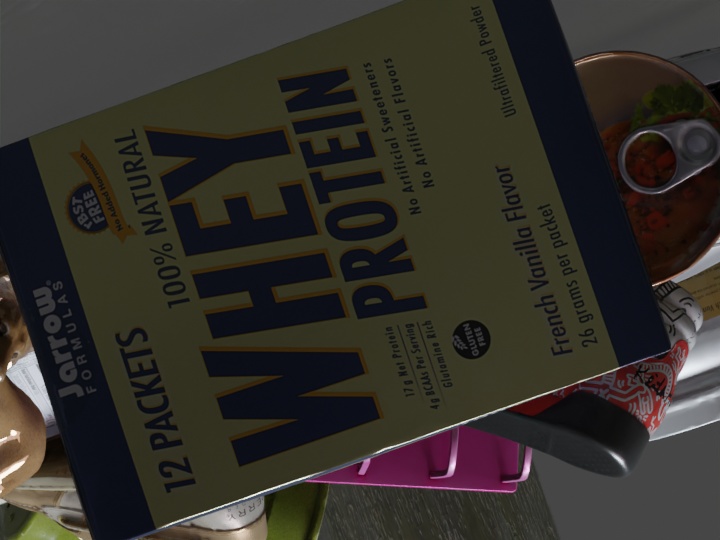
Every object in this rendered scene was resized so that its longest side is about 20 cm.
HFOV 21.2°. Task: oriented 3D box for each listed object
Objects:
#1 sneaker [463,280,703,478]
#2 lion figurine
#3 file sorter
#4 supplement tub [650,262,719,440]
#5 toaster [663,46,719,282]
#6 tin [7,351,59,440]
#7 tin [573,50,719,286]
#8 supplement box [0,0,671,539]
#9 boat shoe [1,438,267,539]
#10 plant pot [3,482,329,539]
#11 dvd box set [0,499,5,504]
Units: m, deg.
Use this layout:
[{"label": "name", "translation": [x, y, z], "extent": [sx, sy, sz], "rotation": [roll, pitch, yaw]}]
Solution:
[{"label": "sneaker", "translation": [0.077, 0.025, 0.988], "extent": [0.200, 0.108, 0.067], "rotation": [20, 159, 35]}, {"label": "lion figurine", "translation": [-0.185, 0.062, 0.888], "extent": [0.122, 0.073, 0.200], "rotation": [-25, 157, -7]}, {"label": "file sorter", "translation": [0.006, 0.058, 1.169], "extent": [0.198, 0.140, 0.125], "rotation": [3, 172, -2]}, {"label": "supplement tub", "translation": [0.195, -0.004, 1.221], "extent": [0.143, 0.202, 0.144], "rotation": [-19, 176, -1]}, {"label": "toaster", "translation": [0.177, -0.056, 1.068], "extent": [0.199, 0.115, 0.129], "rotation": [-16, 173, -28]}, {"label": "tin", "translation": [-0.177, 0.053, 0.979], "extent": [0.198, 0.042, 0.112], "rotation": [-19, 156, -4]}, {"label": "tin", "translation": [0.083, -0.034, 0.921], "extent": [0.199, 0.113, 0.042], "rotation": [-19, -174, 14]}, {"label": "supplement box", "translation": [-0.007, -0.002, 0.703], "extent": [0.199, 0.135, 0.200], "rotation": [-20, 177, 4]}, {"label": "boat shoe", "translation": [-0.129, 0.122, 1.029], "extent": [0.199, 0.070, 0.074], "rotation": [-1, -157, 43]}, {"label": "plant pot", "translation": [-0.151, 0.164, 1.412], "extent": [0.192, 0.202, 0.200], "rotation": [22, 160, -19]}, {"label": "dvd box set", "translation": [-0.178, 0.071, 1.100], "extent": [0.145, 0.030, 0.200], "rotation": [-19, 154, -2]}]
